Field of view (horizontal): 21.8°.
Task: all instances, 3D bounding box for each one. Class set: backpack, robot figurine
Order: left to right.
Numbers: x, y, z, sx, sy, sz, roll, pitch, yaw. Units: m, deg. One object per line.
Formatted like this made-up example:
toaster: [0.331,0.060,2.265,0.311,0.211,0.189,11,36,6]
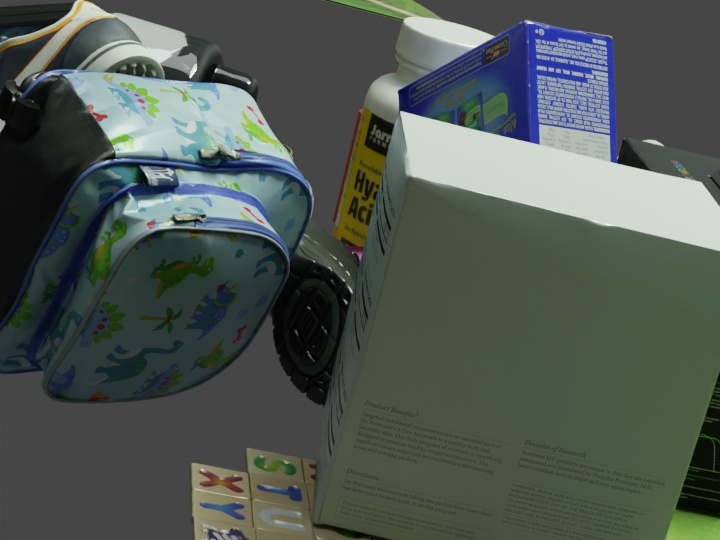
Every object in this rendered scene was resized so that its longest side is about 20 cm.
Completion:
robot figurine: [-0.187,-0.146,1.541,0.198,0.126,0.150,17,-1,7]
backpack: [-0.126,-0.015,1.113,0.199,0.184,0.147,-6,49,-45]

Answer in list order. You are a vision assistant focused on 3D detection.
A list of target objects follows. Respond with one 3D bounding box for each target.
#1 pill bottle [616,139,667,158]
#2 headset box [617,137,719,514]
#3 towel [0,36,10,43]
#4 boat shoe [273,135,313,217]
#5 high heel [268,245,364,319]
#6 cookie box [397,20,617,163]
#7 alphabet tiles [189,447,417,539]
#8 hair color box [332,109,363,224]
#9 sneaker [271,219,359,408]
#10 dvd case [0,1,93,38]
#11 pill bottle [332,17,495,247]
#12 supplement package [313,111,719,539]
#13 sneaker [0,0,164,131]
pill bottle: [0.258,0.002,1.382,0.199,0.110,0.110,35,14,-11]
headset box: [0.205,0.025,1.208,0.092,0.202,0.174,11,17,-8]
towel: [-0.301,-0.097,1.243,0.199,0.146,0.024,18,2,33]
boat shoe: [-0.076,-0.068,1.357,0.069,0.067,0.200,18,14,14]
high heel: [0.000,0.000,1.346,0.198,0.068,0.096,-14,41,-32]
cookie box: [0.094,-0.039,1.222,0.075,0.202,0.171,5,-12,-27]
alphabet tiles: [0.006,0.144,1.006,0.198,0.006,0.167,12,17,-10]
hair color box: [0.085,-0.068,1.560,0.198,0.103,0.061,4,19,-28]
sneaker: [-0.024,0.014,1.215,0.090,0.076,0.201,10,38,-51]
dvd case: [-0.294,-0.129,1.344,0.018,0.199,0.142,58,28,6]
pill bottle: [0.048,-0.083,1.409,0.110,0.202,0.111,12,17,-4]
supplement package: [0.088,0.042,1.038,0.189,0.202,0.147,13,17,-5]
sneaker: [-0.213,-0.081,1.152,0.080,0.200,0.078,50,2,32]
